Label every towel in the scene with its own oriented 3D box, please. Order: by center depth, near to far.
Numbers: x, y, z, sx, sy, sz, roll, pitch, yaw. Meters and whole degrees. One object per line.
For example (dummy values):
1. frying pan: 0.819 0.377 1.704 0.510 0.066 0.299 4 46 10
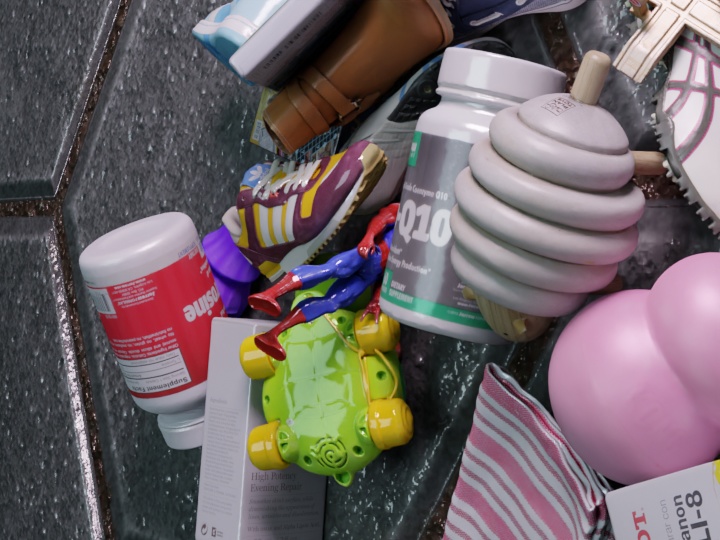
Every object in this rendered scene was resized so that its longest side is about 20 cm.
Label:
1. towel: 0.111 0.185 0.832 0.147 0.030 0.202 49 139 43

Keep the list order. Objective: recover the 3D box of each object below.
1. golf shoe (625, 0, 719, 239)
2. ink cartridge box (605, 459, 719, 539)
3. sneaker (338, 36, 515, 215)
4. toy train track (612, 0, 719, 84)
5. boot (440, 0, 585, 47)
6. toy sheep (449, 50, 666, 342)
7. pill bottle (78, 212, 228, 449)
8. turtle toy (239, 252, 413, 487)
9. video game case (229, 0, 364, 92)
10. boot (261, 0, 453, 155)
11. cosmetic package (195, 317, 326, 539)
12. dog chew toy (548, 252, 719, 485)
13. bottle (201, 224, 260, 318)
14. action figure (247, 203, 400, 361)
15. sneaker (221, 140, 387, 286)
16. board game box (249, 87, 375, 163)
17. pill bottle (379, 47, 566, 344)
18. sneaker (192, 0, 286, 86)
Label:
1. golf shoe: 0.232 -0.115 0.746 0.087 0.077 0.203 -22 70 35
2. ink cartridge box: 0.260 0.165 0.620 0.199 0.143 0.148 -29 64 44
3. sneaker: 0.048 -0.126 0.965 0.199 0.072 0.073 -40 24 29
4. toy train track: 0.229 -0.148 0.708 0.200 0.032 0.115 41 92 26
5. boot: 0.084 -0.229 0.913 0.198 0.089 0.074 -7 80 49
6. toy sheep: 0.124 -0.045 0.757 0.137 0.136 0.203 34 119 45
7. pill bottle: -0.177 0.058 1.087 0.111 0.112 0.203 3 118 48
8. turtle toy: -0.021 0.080 0.983 0.144 0.101 0.203 -13 74 20
9. video game case: -0.009 -0.220 0.924 0.200 0.182 0.022 -44 88 8
10. boot: -0.010 -0.159 0.913 0.154 0.200 0.074 -36 82 -7
11. cosmetic package: -0.084 0.147 1.051 0.073 0.101 0.204 3 89 47
12. dog chew toy: 0.213 0.048 0.715 0.199 0.124 0.126 -37 58 30
13. bottle: -0.153 0.021 1.171 0.201 0.065 0.084 -52 57 31
14. action figure: 0.000 0.000 0.917 0.051 0.199 0.066 18 130 38
15. sneaker: -0.055 -0.059 0.954 0.090 0.075 0.200 42 140 -3
16. board game box: -0.030 -0.197 1.083 0.135 0.034 0.203 29 106 47
17. pill bottle: 0.087 -0.056 0.872 0.112 0.112 0.203 19 99 48
18. sneaker: -0.082 -0.243 1.079 0.131 0.079 0.200 -52 23 -3
